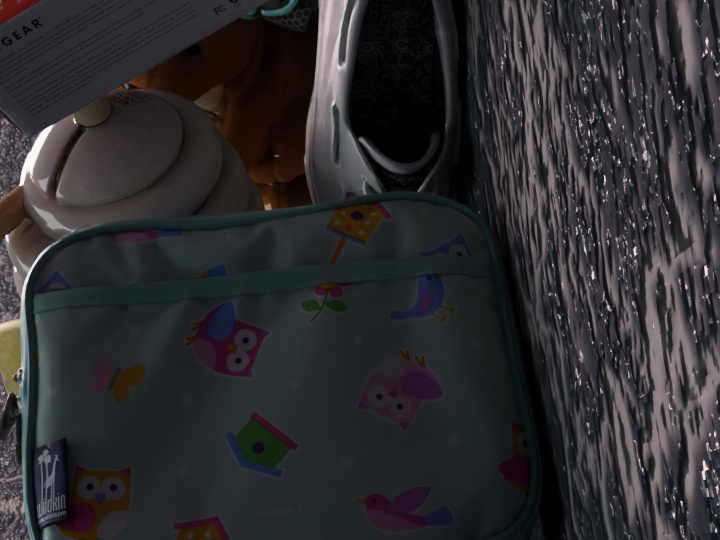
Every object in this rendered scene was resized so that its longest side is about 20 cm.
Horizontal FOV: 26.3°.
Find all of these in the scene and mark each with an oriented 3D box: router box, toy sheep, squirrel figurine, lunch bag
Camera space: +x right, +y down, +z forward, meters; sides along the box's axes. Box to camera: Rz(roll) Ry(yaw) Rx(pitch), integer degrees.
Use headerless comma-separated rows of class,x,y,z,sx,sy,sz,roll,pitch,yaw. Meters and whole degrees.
router box,-0.064,-0.167,0.599,0.049,0.199,0.180,49,-159,-41
toy sheep,-0.109,-0.017,0.739,0.201,0.137,0.138,80,180,-48
squirrel figurine,-0.071,-0.137,0.837,0.201,0.141,0.187,-58,-21,-13
lunch bag,-0.036,0.050,0.592,0.077,0.199,0.161,93,171,-66

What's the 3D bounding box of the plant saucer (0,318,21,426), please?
plant saucer,-0.080,0.100,0.826,0.048,0.199,0.200,-51,47,31

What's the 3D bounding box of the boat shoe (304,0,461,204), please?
boat shoe,0.015,-0.063,0.679,0.069,0.072,0.201,-100,13,-49

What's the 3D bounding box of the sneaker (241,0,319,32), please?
sneaker,-0.057,-0.143,0.695,0.092,0.199,0.078,63,-161,-5
